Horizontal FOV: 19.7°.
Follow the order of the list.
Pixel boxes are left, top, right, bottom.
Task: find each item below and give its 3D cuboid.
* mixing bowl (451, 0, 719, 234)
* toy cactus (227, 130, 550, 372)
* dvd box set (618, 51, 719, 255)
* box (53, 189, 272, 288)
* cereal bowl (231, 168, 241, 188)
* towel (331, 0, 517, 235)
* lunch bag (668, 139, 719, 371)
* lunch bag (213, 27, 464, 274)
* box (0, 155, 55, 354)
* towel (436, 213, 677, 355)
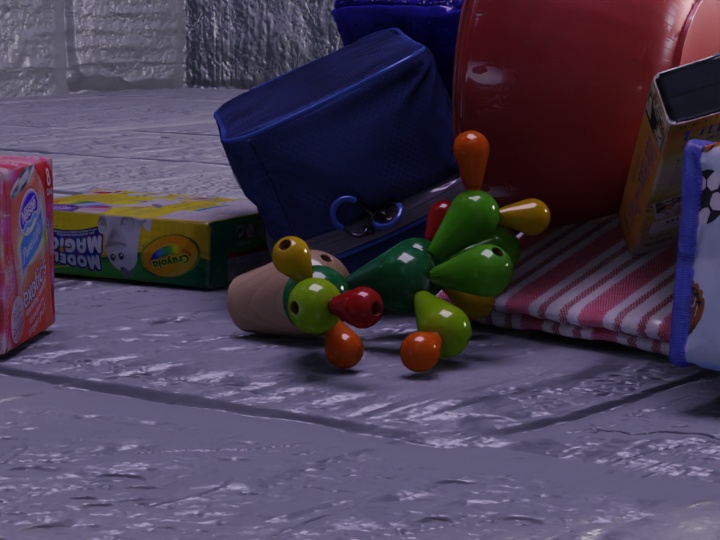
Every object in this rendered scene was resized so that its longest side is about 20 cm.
[{"bbox_3d":[0.139,-0.112,1.141,0.108,0.202,0.200,10,11,27],"label":"mixing bowl"},{"bbox_3d":[0.000,0.000,1.064,0.164,0.103,0.200,-9,15,34],"label":"toy cactus"},{"bbox_3d":[0.206,-0.069,1.028,0.145,0.030,0.200,-18,-17,-2],"label":"dvd box set"},{"bbox_3d":[-0.149,-0.024,1.365,0.199,0.049,0.117,8,11,31],"label":"box"},{"bbox_3d":[-0.002,-0.072,1.583,0.199,0.084,0.200,0,7,0],"label":"cereal bowl"},{"bbox_3d":[0.056,-0.090,1.347,0.049,0.201,0.147,-35,27,-31],"label":"towel"},{"bbox_3d":[0.257,-0.001,0.947,0.169,0.125,0.200,4,-5,35],"label":"lunch bag"},{"bbox_3d":[0.000,-0.054,1.238,0.135,0.133,0.200,-25,14,0],"label":"lunch bag"},{"bbox_3d":[-0.267,-0.011,1.082,0.199,0.095,0.103,1,7,7],"label":"box"},{"bbox_3d":[0.150,0.003,1.130,0.146,0.030,0.199,-30,24,-36],"label":"towel"}]
